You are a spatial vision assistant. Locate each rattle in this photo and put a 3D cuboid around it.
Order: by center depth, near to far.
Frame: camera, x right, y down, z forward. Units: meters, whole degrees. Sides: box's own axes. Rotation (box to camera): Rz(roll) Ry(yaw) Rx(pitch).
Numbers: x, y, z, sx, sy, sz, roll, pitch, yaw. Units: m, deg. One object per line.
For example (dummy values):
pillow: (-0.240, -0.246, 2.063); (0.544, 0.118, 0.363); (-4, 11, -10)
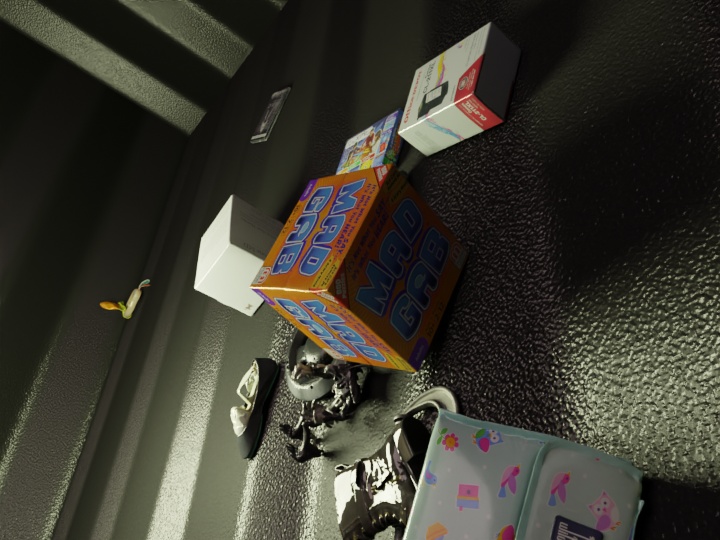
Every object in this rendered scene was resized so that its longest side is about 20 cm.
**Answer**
rattle: (-1.012, 0.098, 2.713); (0.201, 0.141, 0.131); (-50, 10, 33)

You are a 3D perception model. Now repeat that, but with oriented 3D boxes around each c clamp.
c clamp: (0.068, 0.255, 0.817); (0.169, 0.027, 0.205); (-30, 42, 47)

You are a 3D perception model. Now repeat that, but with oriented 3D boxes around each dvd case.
dvd case: (-0.317, -0.543, 2.202); (0.148, 0.016, 0.204); (11, 75, 61)

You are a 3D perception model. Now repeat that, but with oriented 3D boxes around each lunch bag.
lunch bag: (0.150, 0.241, 0.585); (0.195, 0.122, 0.174); (7, 65, 34)

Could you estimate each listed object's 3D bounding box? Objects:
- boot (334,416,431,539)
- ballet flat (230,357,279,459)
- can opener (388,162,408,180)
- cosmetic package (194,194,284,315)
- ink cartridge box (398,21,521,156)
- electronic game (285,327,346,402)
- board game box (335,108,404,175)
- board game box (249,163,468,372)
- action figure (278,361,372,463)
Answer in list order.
boot: (0.038, 0.298, 0.763); (0.175, 0.068, 0.203); (-48, 39, 30)
ballet flat: (-0.224, 0.270, 1.265); (0.072, 0.072, 0.205); (-16, 52, 53)
can opener: (0.060, -0.109, 1.127); (0.067, 0.053, 0.203); (-43, 32, 30)
cosmetic package: (-0.293, -0.037, 1.550); (0.167, 0.165, 0.203); (-46, 32, 26)
ink cartridge box: (0.167, -0.305, 1.083); (0.198, 0.082, 0.150); (-14, 54, 55)
electronic game: (-0.069, 0.139, 1.141); (0.198, 0.041, 0.205); (-30, 45, 35)
board game box: (0.018, -0.247, 1.339); (0.198, 0.034, 0.139); (-15, 53, 55)
board game box: (0.000, 0.000, 0.920); (0.197, 0.200, 0.203); (0, 55, 50)
action figure: (-0.063, 0.208, 1.008); (0.203, 0.100, 0.120); (-57, 26, 17)
